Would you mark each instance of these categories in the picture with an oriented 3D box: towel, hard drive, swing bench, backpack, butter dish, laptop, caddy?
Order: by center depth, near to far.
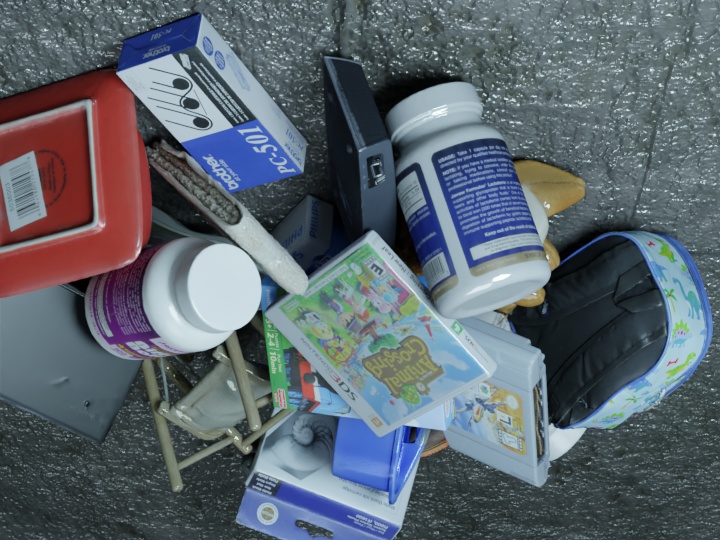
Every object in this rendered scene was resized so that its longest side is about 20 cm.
[{"bbox_3d":[-0.001,-0.100,1.509,0.042,0.136,0.201,-14,146,-8],"label":"hard drive"},{"bbox_3d":[-0.277,-0.075,1.551,0.197,0.203,0.148,-13,165,21],"label":"butter dish"},{"bbox_3d":[-0.134,-0.057,1.552,0.035,0.200,0.133,-47,136,-3],"label":"towel"},{"bbox_3d":[-0.322,0.045,1.654,0.186,0.201,0.116,31,117,-33],"label":"laptop"},{"bbox_3d":[0.280,0.057,1.663,0.146,0.185,0.200,2,149,-40],"label":"backpack"},{"bbox_3d":[-0.174,0.112,1.796,0.129,0.201,0.199,-24,169,-43],"label":"swing bench"},{"bbox_3d":[0.033,0.171,1.830,0.104,0.203,0.141,9,172,7],"label":"caddy"}]

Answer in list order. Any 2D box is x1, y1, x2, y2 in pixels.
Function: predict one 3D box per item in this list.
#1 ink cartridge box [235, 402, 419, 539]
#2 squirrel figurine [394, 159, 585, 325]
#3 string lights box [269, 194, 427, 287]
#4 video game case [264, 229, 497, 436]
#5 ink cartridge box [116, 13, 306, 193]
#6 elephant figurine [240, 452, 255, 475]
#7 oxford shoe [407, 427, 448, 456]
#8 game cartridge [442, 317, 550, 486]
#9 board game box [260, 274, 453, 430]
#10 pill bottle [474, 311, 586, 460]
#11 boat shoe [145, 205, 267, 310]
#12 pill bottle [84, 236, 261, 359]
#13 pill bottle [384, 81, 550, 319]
[{"bbox_3d":[-0.032,0.243,1.900,0.198,0.202,0.041,21,154,-8],"label":"ink cartridge box"},{"bbox_3d":[0.110,-0.030,1.619,0.198,0.143,0.187,22,154,-1],"label":"squirrel figurine"},{"bbox_3d":[0.000,0.000,1.705,0.198,0.060,0.103,23,141,-24],"label":"string lights box"},{"bbox_3d":[0.016,0.068,1.548,0.182,0.022,0.200,47,140,-7],"label":"video game case"},{"bbox_3d":[-0.140,-0.157,1.510,0.093,0.045,0.200,-14,141,26],"label":"ink cartridge box"},{"bbox_3d":[-0.048,0.251,2.028,0.141,0.156,0.200,-31,169,-25],"label":"elephant figurine"},{"bbox_3d":[0.111,0.142,1.867,0.072,0.072,0.200,30,114,-23],"label":"oxford shoe"},{"bbox_3d":[0.137,0.137,1.656,0.132,0.042,0.201,18,138,27],"label":"game cartridge"},{"bbox_3d":[-0.003,0.084,1.632,0.198,0.037,0.153,5,118,20],"label":"board game box"},{"bbox_3d":[0.163,0.118,1.755,0.200,0.115,0.114,40,135,-10],"label":"pill bottle"},{"bbox_3d":[-0.185,-0.005,1.666,0.200,0.065,0.075,29,136,-2],"label":"boat shoe"},{"bbox_3d":[-0.184,0.027,1.540,0.112,0.113,0.199,27,159,-29],"label":"pill bottle"},{"bbox_3d":[0.096,-0.066,1.465,0.114,0.202,0.116,-17,167,-4],"label":"pill bottle"}]
